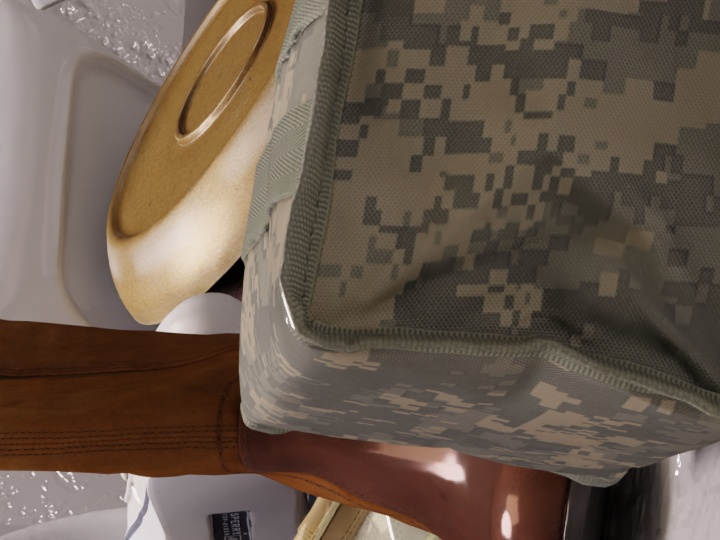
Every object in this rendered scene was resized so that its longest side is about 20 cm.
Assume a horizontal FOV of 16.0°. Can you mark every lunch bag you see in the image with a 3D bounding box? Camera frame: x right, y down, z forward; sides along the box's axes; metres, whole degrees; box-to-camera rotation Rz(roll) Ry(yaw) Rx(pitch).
[{"bbox_3d":[0.038,-0.064,0.554,0.164,0.117,0.201,129,151,-79],"label":"lunch bag"}]

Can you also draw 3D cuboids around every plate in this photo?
[{"bbox_3d":[-0.084,-0.006,1.104,0.032,0.199,0.201,-27,46,33],"label":"plate"}]

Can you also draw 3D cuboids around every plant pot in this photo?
[{"bbox_3d":[-0.045,-0.072,1.001,0.200,0.027,0.200,-49,20,25],"label":"plant pot"}]

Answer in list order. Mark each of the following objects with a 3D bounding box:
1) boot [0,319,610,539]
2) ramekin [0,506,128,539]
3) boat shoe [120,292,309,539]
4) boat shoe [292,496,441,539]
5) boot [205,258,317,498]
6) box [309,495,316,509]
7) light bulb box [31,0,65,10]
[{"bbox_3d":[-0.033,0.042,0.722,0.188,0.199,0.069,-104,20,-72],"label":"boot"},{"bbox_3d":[-0.100,0.187,1.012,0.201,0.199,0.098,-98,-1,-63],"label":"ramekin"},{"bbox_3d":[-0.055,0.069,0.916,0.200,0.071,0.066,90,173,-66],"label":"boat shoe"},{"bbox_3d":[-0.029,0.126,0.859,0.200,0.066,0.074,-49,-6,19],"label":"boat shoe"},{"bbox_3d":[0.000,0.000,0.936,0.200,0.072,0.167,61,146,36],"label":"boot"},{"bbox_3d":[-0.048,0.200,1.194,0.149,0.106,0.201,-103,19,-73],"label":"box"},{"bbox_3d":[-0.067,-0.231,0.894,0.125,0.197,0.201,-83,-31,-61],"label":"light bulb box"}]
